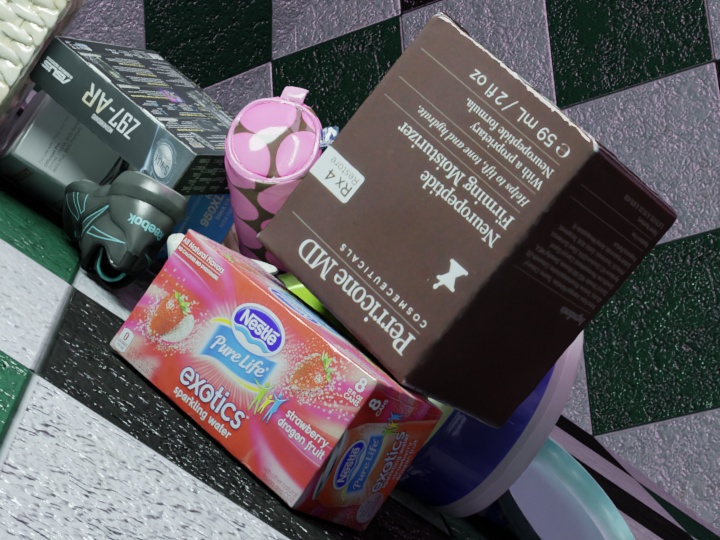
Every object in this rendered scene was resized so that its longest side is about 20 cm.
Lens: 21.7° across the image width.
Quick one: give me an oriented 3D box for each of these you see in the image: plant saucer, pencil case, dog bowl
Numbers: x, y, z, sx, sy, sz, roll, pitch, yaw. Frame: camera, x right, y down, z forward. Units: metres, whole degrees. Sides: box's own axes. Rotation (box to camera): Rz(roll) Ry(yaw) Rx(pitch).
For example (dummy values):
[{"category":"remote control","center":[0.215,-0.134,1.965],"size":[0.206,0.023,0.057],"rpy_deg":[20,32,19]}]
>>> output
[{"category":"plant saucer","center":[0.177,0.218,1.633],"size":[0.200,0.027,0.201],"rpy_deg":[41,22,-20]},{"category":"pencil case","center":[-0.065,-0.067,1.587],"size":[0.090,0.094,0.200],"rpy_deg":[10,-27,3]},{"category":"dog bowl","center":[0.089,0.093,1.514],"size":[0.079,0.201,0.200],"rpy_deg":[31,4,-17]}]

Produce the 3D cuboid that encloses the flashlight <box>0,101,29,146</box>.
[{"category":"flashlight","center":[-0.310,-0.128,1.828],"size":[0.067,0.068,0.200],"rpy_deg":[0,0,14]}]

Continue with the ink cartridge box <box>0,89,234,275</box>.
[{"category":"ink cartridge box","center":[-0.219,-0.078,1.672],"size":[0.199,0.085,0.144],"rpy_deg":[33,-12,-15]}]

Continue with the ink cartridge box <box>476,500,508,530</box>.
[{"category":"ink cartridge box","center":[0.068,0.166,1.672],"size":[0.199,0.042,0.119],"rpy_deg":[31,5,-20]}]

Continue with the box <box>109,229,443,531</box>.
[{"category":"box","center":[-0.057,0.071,1.242],"size":[0.200,0.100,0.095],"rpy_deg":[38,4,34]}]

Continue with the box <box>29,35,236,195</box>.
[{"category":"box","center":[-0.169,-0.130,1.595],"size":[0.160,0.044,0.200],"rpy_deg":[40,14,12]}]

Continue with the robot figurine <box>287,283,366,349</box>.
[{"category":"robot figurine","center":[-0.032,0.067,1.414],"size":[0.175,0.116,0.200],"rpy_deg":[28,3,2]}]

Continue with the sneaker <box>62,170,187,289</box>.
[{"category":"sneaker","center":[-0.207,-0.029,1.516],"size":[0.075,0.080,0.200],"rpy_deg":[28,-15,-19]}]

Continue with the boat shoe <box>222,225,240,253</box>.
[{"category":"boat shoe","center":[-0.119,-0.001,1.743],"size":[0.063,0.074,0.201],"rpy_deg":[17,14,-13]}]

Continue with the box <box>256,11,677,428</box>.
[{"category":"box","center":[0.075,-0.031,1.280],"size":[0.166,0.200,0.164],"rpy_deg":[43,7,30]}]

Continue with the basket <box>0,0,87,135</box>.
[{"category":"basket","center":[-0.355,-0.215,1.555],"size":[0.199,0.199,0.161],"rpy_deg":[34,5,-8]}]

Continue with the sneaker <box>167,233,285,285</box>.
[{"category":"sneaker","center":[-0.103,0.011,1.486],"size":[0.087,0.076,0.200],"rpy_deg":[-2,-4,3]}]

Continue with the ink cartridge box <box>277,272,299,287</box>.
[{"category":"ink cartridge box","center":[0.000,0.000,1.600],"size":[0.076,0.147,0.201],"rpy_deg":[38,-40,55]}]
